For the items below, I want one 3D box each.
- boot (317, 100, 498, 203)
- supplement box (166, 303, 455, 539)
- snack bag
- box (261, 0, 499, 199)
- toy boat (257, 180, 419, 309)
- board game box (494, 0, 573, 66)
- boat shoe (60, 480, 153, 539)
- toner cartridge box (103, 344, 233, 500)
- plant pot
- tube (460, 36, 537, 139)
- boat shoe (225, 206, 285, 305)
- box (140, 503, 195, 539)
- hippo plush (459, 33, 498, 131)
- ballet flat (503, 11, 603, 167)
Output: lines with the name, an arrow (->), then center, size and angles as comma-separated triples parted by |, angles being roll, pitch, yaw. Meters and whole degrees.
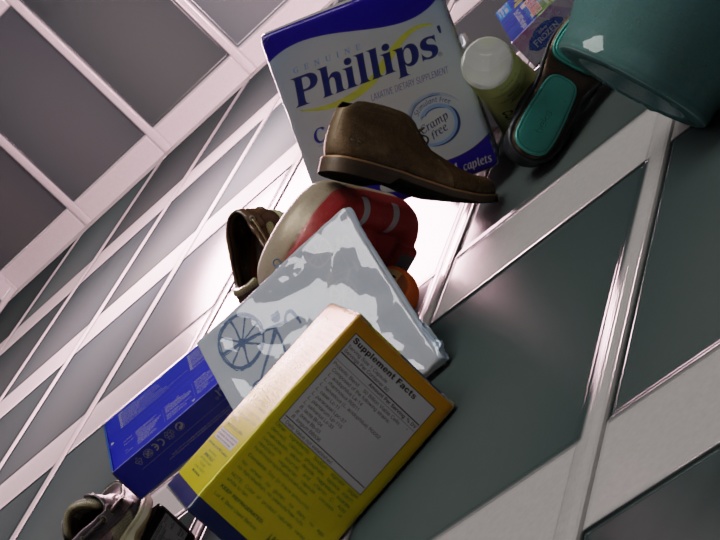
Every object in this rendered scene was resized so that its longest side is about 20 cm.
boot -> 0.053, -0.105, 1.808 | 0.073, 0.199, 0.076 | -2, 77, 52
supplement box -> -0.041, 0.138, 1.545 | 0.200, 0.109, 0.109 | -48, 13, -6
snack bag -> -0.036, 0.067, 1.689 | 0.200, 0.021, 0.189 | -43, 57, 16
box -> 0.021, -0.170, 1.935 | 0.183, 0.201, 0.105 | -20, 7, 8
toy boat -> 0.000, 0.000, 1.818 | 0.200, 0.131, 0.131 | 8, -64, -58
board game box -> 0.242, -0.328, 2.199 | 0.199, 0.041, 0.200 | -44, 13, 10
boat shoe -> -0.234, 0.230, 1.760 | 0.072, 0.065, 0.200 | -44, 13, 14
toner cartridge box -> -0.145, 0.113, 1.802 | 0.200, 0.043, 0.095 | -40, 25, 7
plant pot -> 0.256, -0.222, 1.535 | 0.189, 0.199, 0.200 | -62, 13, 1
tube -> 0.146, -0.174, 1.893 | 0.058, 0.052, 0.200 | -6, -11, 15
boat shoe -> -0.092, 0.031, 1.892 | 0.075, 0.075, 0.203 | -35, 56, 32
box -> -0.246, 0.321, 1.781 | 0.157, 0.050, 0.200 | -35, 17, 37
hippo plush -> 0.076, -0.208, 2.079 | 0.160, 0.199, 0.160 | -13, 57, 55
ballet flat -> 0.193, -0.178, 1.847 | 0.201, 0.073, 0.073 | -57, 15, -15
